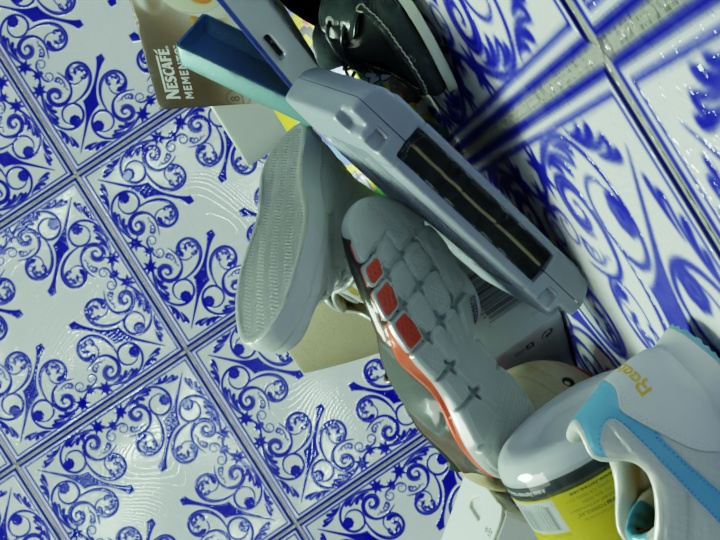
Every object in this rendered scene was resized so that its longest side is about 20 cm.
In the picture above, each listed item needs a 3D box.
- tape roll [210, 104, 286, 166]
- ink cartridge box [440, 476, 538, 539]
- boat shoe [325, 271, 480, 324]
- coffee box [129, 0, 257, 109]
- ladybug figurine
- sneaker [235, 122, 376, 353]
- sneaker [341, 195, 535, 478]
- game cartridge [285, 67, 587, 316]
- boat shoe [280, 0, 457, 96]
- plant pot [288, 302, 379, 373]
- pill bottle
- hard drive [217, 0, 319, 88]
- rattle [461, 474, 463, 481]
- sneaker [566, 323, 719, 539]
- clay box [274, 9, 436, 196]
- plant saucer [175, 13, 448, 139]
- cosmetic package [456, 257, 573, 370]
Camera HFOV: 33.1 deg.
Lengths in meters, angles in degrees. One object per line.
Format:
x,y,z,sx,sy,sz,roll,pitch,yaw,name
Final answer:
-0.112,-0.229,1.238,0.204,0.138,0.203,57,178,2,tape roll
0.171,0.242,0.968,0.198,0.086,0.145,24,-178,-7,ink cartridge box
0.000,0.000,0.916,0.199,0.069,0.072,37,141,38,boat shoe
-0.135,-0.241,1.035,0.202,0.112,0.081,85,-175,-49,coffee box
0.134,0.117,0.890,0.200,0.133,0.073,70,-165,-69,ladybug figurine
-0.016,-0.003,0.807,0.115,0.073,0.202,39,-145,-26,sneaker
0.033,0.052,0.778,0.082,0.077,0.202,-24,96,51,sneaker
0.045,-0.052,0.758,0.199,0.041,0.133,41,174,-26,game cartridge
-0.005,-0.157,0.777,0.200,0.066,0.075,56,177,42,boat shoe
0.003,0.006,1.176,0.189,0.199,0.187,56,177,4,plant pot
0.175,0.168,0.722,0.202,0.111,0.112,58,178,-6,pill bottle
-0.088,-0.207,0.832,0.132,0.025,0.201,47,-170,-46,hard drive
0.158,0.164,1.080,0.200,0.129,0.144,49,159,47,rattle
0.174,0.128,0.592,0.201,0.080,0.077,57,176,-11,sneaker
-0.005,-0.117,0.940,0.202,0.047,0.115,58,144,-2,clay box
-0.033,-0.121,0.851,0.198,0.019,0.070,26,-149,-4,plant saucer
0.120,0.060,0.990,0.102,0.071,0.200,56,178,31,cosmetic package
